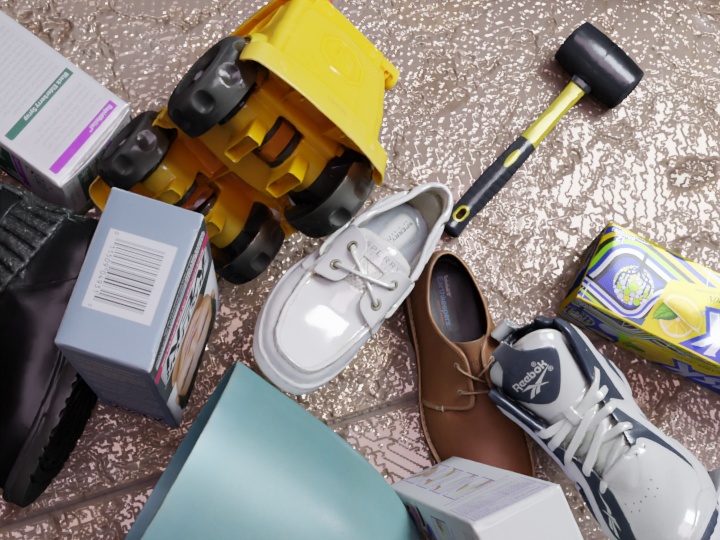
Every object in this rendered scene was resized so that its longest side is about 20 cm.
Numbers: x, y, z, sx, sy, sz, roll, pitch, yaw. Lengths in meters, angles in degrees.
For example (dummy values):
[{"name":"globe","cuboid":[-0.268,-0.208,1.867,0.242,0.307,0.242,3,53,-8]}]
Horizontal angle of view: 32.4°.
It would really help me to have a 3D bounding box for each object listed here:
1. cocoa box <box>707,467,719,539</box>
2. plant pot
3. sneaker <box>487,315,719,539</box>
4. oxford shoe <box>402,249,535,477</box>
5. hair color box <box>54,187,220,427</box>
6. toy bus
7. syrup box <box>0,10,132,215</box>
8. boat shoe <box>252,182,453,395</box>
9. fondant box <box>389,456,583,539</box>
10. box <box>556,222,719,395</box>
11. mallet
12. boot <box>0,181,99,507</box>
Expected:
[{"name":"cocoa box","cuboid":[0.229,0.248,0.798,0.133,0.131,0.200,31,74,4]},{"name":"plant pot","cuboid":[-0.059,0.182,0.768,0.161,0.201,0.201,31,74,-6]},{"name":"sneaker","cuboid":[0.139,0.096,0.790,0.130,0.199,0.079,34,113,-30]},{"name":"oxford shoe","cuboid":[0.075,0.081,0.866,0.071,0.071,0.200,-16,78,-10]},{"name":"hair color box","cuboid":[-0.136,0.031,0.794,0.061,0.200,0.099,17,74,1]},{"name":"toy bus","cuboid":[-0.073,-0.112,0.870,0.136,0.200,0.192,39,42,-24]},{"name":"syrup box","cuboid":[-0.262,-0.131,0.892,0.200,0.079,0.081,37,75,6]},{"name":"boat shoe","cuboid":[0.000,0.000,0.820,0.071,0.069,0.200,43,48,-6]},{"name":"fondant box","cuboid":[0.089,0.195,0.752,0.058,0.200,0.144,-24,92,-14]},{"name":"box","cuboid":[0.249,0.043,0.889,0.200,0.070,0.064,25,76,3]},{"name":"mallet","cuboid":[0.139,-0.096,0.940,0.066,0.041,0.200,35,80,3]},{"name":"boot","cuboid":[-0.252,0.040,0.845,0.158,0.079,0.211,17,80,5]}]
